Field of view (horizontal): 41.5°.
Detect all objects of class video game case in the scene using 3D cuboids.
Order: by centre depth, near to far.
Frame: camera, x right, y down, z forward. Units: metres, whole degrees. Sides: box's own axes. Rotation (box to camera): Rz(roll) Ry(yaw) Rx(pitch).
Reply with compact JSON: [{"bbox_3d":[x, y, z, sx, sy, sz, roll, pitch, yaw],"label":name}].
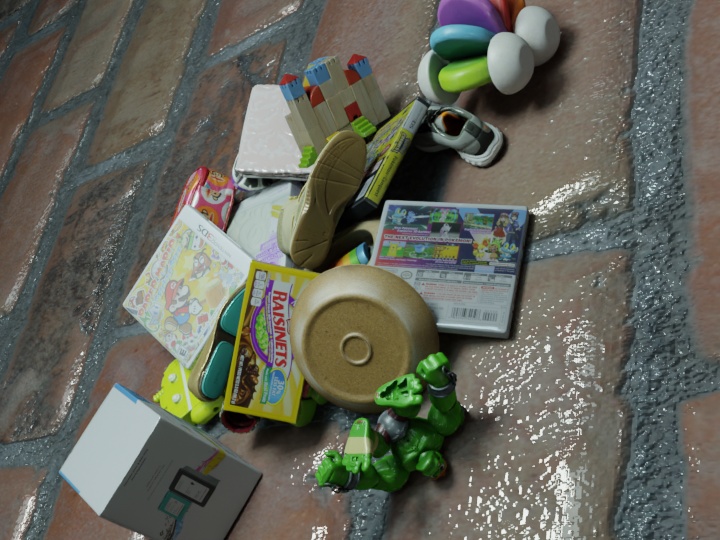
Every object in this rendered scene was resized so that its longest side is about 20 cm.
[{"bbox_3d":[0.108,-0.006,1.230,0.198,0.023,0.184,4,63,21],"label":"video game case"},{"bbox_3d":[0.017,-0.147,1.401,0.182,0.025,0.200,-63,14,-20],"label":"video game case"},{"bbox_3d":[-0.270,0.024,1.504,0.182,0.023,0.201,37,98,29],"label":"video game case"}]

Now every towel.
[{"bbox_3d":[-0.095,-0.228,1.567,0.198,0.032,0.193,4,59,6],"label":"towel"}]

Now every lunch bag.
[{"bbox_3d":[-0.285,-0.073,1.643,0.176,0.081,0.202,-5,66,71],"label":"lunch bag"}]

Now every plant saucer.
[{"bbox_3d":[-0.001,0.094,1.194,0.199,0.201,0.035,-34,4,21],"label":"plant saucer"}]

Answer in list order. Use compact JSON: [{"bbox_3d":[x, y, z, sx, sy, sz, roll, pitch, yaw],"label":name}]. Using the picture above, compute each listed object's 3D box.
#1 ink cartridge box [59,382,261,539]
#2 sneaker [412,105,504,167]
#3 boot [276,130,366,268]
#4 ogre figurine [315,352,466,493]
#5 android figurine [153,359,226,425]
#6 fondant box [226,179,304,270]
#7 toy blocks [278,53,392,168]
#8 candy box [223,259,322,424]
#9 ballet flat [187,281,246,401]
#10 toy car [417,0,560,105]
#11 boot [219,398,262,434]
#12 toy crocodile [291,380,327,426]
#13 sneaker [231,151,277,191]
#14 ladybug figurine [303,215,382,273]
[{"bbox_3d":[-0.273,0.279,1.308,0.146,0.200,0.147,20,75,49],"label":"ink cartridge box"},{"bbox_3d":[0.122,-0.212,1.380,0.200,0.079,0.074,25,83,52],"label":"sneaker"},{"bbox_3d":[-0.062,-0.107,1.379,0.155,0.072,0.202,-153,83,-74],"label":"boot"},{"bbox_3d":[0.051,0.192,1.119,0.098,0.120,0.201,23,80,45],"label":"ogre figurine"},{"bbox_3d":[-0.251,0.164,1.499,0.199,0.041,0.183,-38,42,15],"label":"android figurine"},{"bbox_3d":[-0.152,-0.039,1.537,0.143,0.058,0.202,-25,48,30],"label":"fondant box"},{"bbox_3d":[-0.046,-0.267,1.471,0.199,0.138,0.100,-35,23,-26],"label":"toy blocks"},{"bbox_3d":[-0.114,0.094,1.255,0.026,0.101,0.202,-121,41,-85],"label":"candy box"},{"bbox_3d":[-0.206,0.100,1.428,0.063,0.068,0.201,1,59,53],"label":"ballet flat"},{"bbox_3d":[0.169,-0.333,1.340,0.174,0.151,0.200,0,36,43],"label":"toy car"},{"bbox_3d":[-0.129,0.126,1.316,0.204,0.073,0.155,-56,12,50],"label":"boot"},{"bbox_3d":[-0.058,0.117,1.290,0.067,0.062,0.201,32,108,29],"label":"toy crocodile"},{"bbox_3d":[-0.174,-0.186,1.641,0.083,0.081,0.200,-42,12,33],"label":"sneaker"},{"bbox_3d":[0.000,0.000,1.346,0.199,0.072,0.137,-29,44,27],"label":"ladybug figurine"}]
